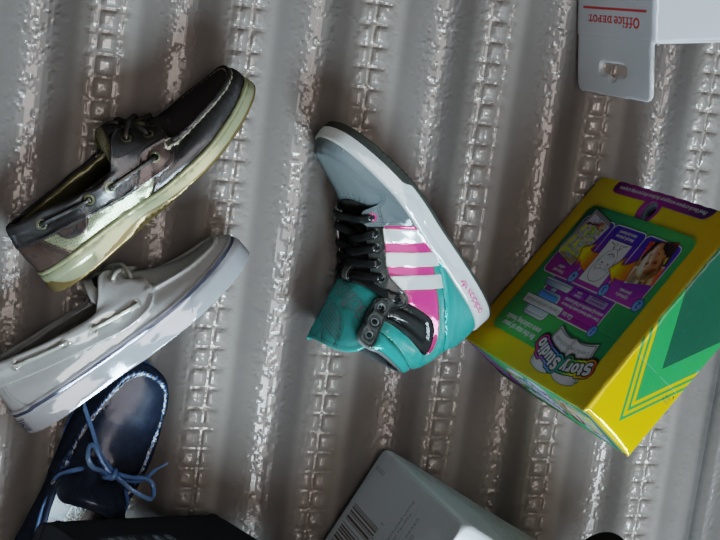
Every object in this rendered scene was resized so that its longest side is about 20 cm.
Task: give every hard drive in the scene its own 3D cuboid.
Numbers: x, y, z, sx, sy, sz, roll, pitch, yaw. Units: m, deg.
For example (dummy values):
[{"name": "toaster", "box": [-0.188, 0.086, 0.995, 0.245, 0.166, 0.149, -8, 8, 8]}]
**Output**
[{"name": "hard drive", "box": [-0.110, 0.210, 0.987, 0.200, 0.139, 0.033, 14, 100, -61]}]

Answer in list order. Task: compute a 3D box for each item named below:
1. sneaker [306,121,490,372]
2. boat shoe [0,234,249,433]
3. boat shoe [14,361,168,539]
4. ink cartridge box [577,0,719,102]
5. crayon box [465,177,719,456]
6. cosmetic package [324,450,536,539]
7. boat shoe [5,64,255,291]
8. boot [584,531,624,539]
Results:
[{"name": "sneaker", "box": [0.000, 0.000, 1.066, 0.121, 0.084, 0.200, -44, 113, -16]}, {"name": "boat shoe", "box": [-0.171, 0.028, 1.017, 0.200, 0.072, 0.066, -36, 106, -6]}, {"name": "boat shoe", "box": [-0.187, 0.163, 1.037, 0.084, 0.069, 0.201, 21, 94, -22]}, {"name": "ink cartridge box", "box": [0.216, -0.231, 1.073, 0.066, 0.116, 0.201, -5, 104, -20]}, {"name": "crayon box", "box": [0.187, 0.026, 1.071, 0.058, 0.200, 0.173, 42, 86, -23]}, {"name": "cosmetic package", "box": [0.075, 0.272, 1.102, 0.200, 0.166, 0.168, 33, 89, -24]}, {"name": "boat shoe", "box": [-0.157, -0.073, 0.995, 0.200, 0.073, 0.065, -46, 117, -5]}, {"name": "boot", "box": [0.155, 0.309, 1.029, 0.188, 0.068, 0.201, -40, 119, -17]}]
